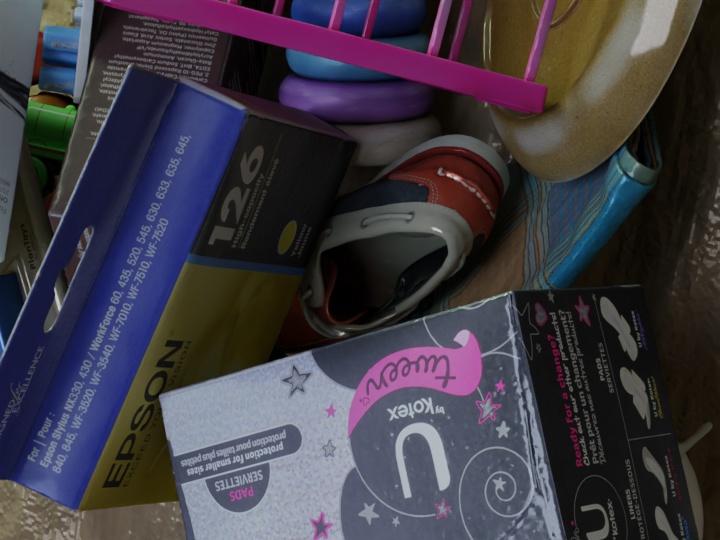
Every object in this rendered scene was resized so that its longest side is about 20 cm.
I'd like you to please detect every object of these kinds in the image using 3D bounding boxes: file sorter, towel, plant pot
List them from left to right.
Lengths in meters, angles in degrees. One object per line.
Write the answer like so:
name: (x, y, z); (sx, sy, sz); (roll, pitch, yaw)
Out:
file sorter: (-0.014, -0.159, 1.071); (0.139, 0.200, 0.126); (-146, 70, -74)
towel: (0.074, -0.012, 1.136); (0.022, 0.147, 0.200); (31, 118, -15)
plant pot: (0.104, -0.140, 1.092); (0.200, 0.027, 0.200); (-48, 34, 49)

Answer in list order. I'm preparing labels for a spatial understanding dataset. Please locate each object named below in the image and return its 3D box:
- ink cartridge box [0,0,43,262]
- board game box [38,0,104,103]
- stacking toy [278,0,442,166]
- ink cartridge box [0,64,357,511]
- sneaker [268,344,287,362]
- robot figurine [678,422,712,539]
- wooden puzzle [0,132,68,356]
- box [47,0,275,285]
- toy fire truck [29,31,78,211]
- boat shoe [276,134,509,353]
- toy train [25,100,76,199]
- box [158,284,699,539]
ink cartridge box: (-0.239, -0.093, 1.172); (0.144, 0.084, 0.200); (-14, 61, 37)
board game box: (-0.137, -0.217, 1.212); (0.026, 0.200, 0.200); (7, 120, -4)
stacking toy: (-0.003, -0.156, 1.185); (0.085, 0.085, 0.200); (8, 106, 35)
ink cartridge box: (-0.086, 0.014, 1.081); (0.047, 0.200, 0.198); (26, 97, 17)
sneaker: (-0.082, 0.073, 1.256); (0.084, 0.121, 0.200); (-33, 73, -13)
robot figurine: (0.081, 0.125, 1.140); (0.200, 0.113, 0.170); (-18, 59, 35)
wooden puzzle: (-0.239, 0.009, 1.253); (0.200, 0.046, 0.186); (-15, 91, 35)
box: (-0.097, -0.085, 1.203); (0.075, 0.100, 0.200); (7, 62, 5)
toy fire truck: (-0.184, -0.038, 1.340); (0.168, 0.112, 0.201); (2, 95, 11)
boat shoe: (0.000, 0.000, 1.188); (0.071, 0.063, 0.200); (38, 140, -16)
toy train: (-0.124, -0.054, 1.267); (0.200, 0.042, 0.057); (13, 86, 2)
box: (0.027, 0.089, 1.038); (0.200, 0.115, 0.132); (-17, 82, 34)
